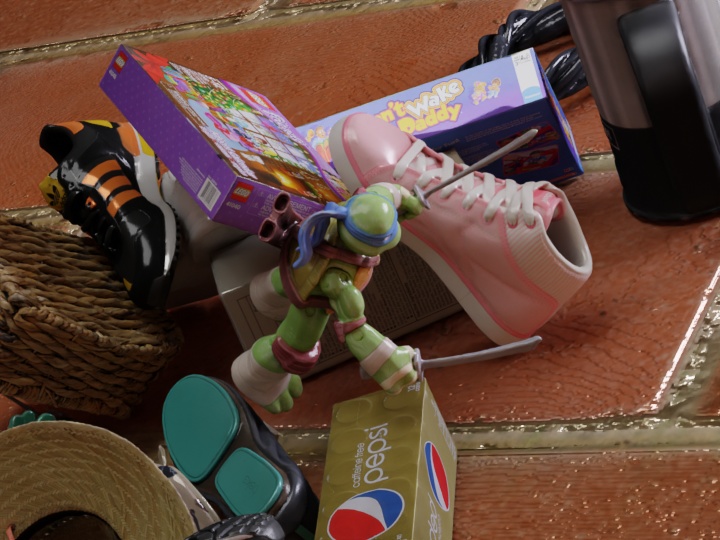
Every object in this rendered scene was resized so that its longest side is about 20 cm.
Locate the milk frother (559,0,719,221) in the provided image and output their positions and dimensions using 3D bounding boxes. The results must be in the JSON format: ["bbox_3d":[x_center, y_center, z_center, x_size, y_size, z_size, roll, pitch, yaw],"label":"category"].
[{"bbox_3d":[0.263,-0.150,1.602,0.200,0.189,0.181,-27,29,-6],"label":"milk frother"}]

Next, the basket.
[{"bbox_3d":[-0.242,0.061,1.628,0.149,0.200,0.143,-48,61,14],"label":"basket"}]

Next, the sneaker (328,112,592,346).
[{"bbox_3d":[0.076,-0.048,1.535,0.105,0.200,0.075,-38,7,36],"label":"sneaker"}]

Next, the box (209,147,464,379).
[{"bbox_3d":[0.000,0.000,1.645,0.199,0.095,0.078,-22,27,0],"label":"box"}]

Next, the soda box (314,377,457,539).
[{"bbox_3d":[0.016,0.154,1.397,0.068,0.064,0.200,-17,28,14],"label":"soda box"}]

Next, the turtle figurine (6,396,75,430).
[{"bbox_3d":[-0.258,0.134,1.608,0.149,0.101,0.200,8,-6,-38],"label":"turtle figurine"}]

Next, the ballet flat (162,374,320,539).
[{"bbox_3d":[-0.074,0.134,1.498,0.073,0.073,0.200,-29,29,-11],"label":"ballet flat"}]

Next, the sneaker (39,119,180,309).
[{"bbox_3d":[-0.190,-0.041,1.666,0.090,0.070,0.200,5,37,-19],"label":"sneaker"}]

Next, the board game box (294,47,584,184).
[{"bbox_3d":[0.056,-0.087,1.708,0.199,0.135,0.045,-18,63,9],"label":"board game box"}]

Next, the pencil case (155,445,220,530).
[{"bbox_3d":[-0.182,0.201,1.444,0.200,0.078,0.090,-31,64,-14],"label":"pencil case"}]

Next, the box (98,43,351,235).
[{"bbox_3d":[-0.084,-0.081,1.589,0.039,0.137,0.200,-59,42,15],"label":"box"}]

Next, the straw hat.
[{"bbox_3d":[-0.172,0.189,1.361,0.200,0.202,0.085,-15,-9,15],"label":"straw hat"}]

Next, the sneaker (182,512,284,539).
[{"bbox_3d":[-0.113,0.209,1.268,0.200,0.088,0.076,-31,-2,18],"label":"sneaker"}]

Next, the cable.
[{"bbox_3d":[0.151,-0.181,1.888,0.200,0.051,0.163,-38,31,-23],"label":"cable"}]

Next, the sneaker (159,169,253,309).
[{"bbox_3d":[-0.130,-0.035,1.723,0.075,0.089,0.200,-15,-17,-25],"label":"sneaker"}]

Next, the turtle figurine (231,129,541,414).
[{"bbox_3d":[0.012,0.019,1.458,0.200,0.144,0.194,-10,-17,-35],"label":"turtle figurine"}]
